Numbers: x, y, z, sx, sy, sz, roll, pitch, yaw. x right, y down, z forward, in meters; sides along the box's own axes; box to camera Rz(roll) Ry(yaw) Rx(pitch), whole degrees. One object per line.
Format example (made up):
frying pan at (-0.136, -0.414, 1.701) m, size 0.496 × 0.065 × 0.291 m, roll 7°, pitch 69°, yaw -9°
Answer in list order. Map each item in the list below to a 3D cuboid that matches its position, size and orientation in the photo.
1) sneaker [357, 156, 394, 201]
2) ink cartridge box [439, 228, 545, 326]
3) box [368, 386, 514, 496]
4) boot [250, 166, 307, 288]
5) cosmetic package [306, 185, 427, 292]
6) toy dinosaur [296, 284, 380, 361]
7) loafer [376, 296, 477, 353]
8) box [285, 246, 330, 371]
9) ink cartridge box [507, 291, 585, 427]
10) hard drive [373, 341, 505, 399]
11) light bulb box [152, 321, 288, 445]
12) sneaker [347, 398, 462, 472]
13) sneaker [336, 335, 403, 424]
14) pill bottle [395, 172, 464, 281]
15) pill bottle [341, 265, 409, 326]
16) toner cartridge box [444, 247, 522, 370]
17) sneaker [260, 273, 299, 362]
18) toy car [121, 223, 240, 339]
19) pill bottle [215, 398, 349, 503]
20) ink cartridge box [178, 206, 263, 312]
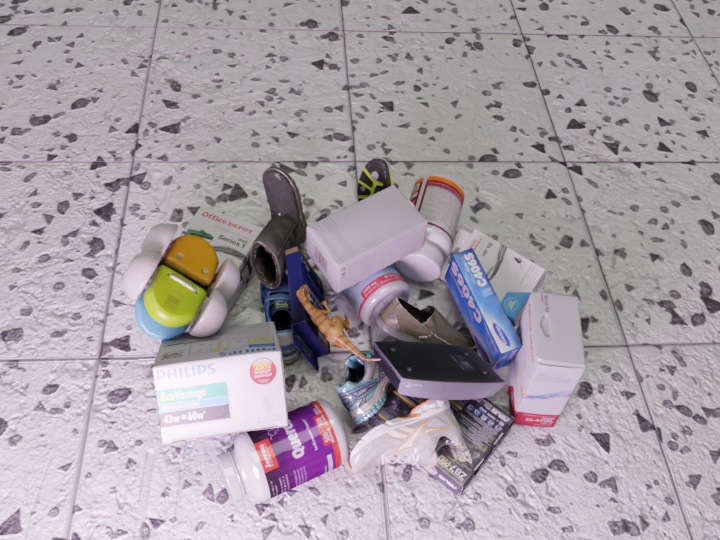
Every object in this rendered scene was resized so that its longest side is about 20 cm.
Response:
sneaker at (0.047, -0.134, 1.486) m, size 0.075 × 0.202 × 0.076 m, roll 10°, pitch 31°, yaw 30°
ink cartridge box at (0.243, 0.003, 1.434) m, size 0.199 × 0.067 × 0.117 m, roll 32°, pitch 86°, yaw 19°
box at (0.138, 0.258, 1.266) m, size 0.199 × 0.049 × 0.161 m, roll 34°, pitch 56°, yaw 21°
boot at (-0.168, -0.086, 1.409) m, size 0.072 × 0.183 × 0.200 m, roll -16°, pitch 19°, yaw 27°
cosmetic package at (0.012, -0.061, 1.346) m, size 0.198 × 0.082 × 0.113 m, roll -25°, pitch 58°, yaw -22°
toy dinosaur at (-0.040, 0.109, 1.259) m, size 0.200 × 0.106 × 0.061 m, roll 41°, pitch 94°, yaw 19°
loafer at (0.129, 0.106, 1.337) m, size 0.198 × 0.070 × 0.075 m, roll 21°, pitch 21°, yaw -12°
box at (-0.095, 0.071, 1.348) m, size 0.032 × 0.121 × 0.202 m, roll -17°, pitch 52°, yaw 12°
ink cartridge box at (0.313, 0.155, 1.265) m, size 0.082 × 0.201 × 0.147 m, roll 6°, pitch 52°, yaw 1°
hard drive at (0.127, 0.167, 1.238) m, size 0.198 × 0.043 × 0.135 m, roll 6°, pitch 21°, yaw -26°
light bulb box at (-0.223, 0.173, 1.191) m, size 0.196 × 0.127 × 0.200 m, roll -6°, pitch 11°, yaw -9°
sneaker at (0.076, 0.280, 1.176) m, size 0.198 × 0.076 × 0.092 m, roll -25°, pitch 63°, yaw -16°
sneaker at (0.022, 0.165, 1.276) m, size 0.087 × 0.077 × 0.200 m, roll 51°, pitch 38°, yaw -15°
pill bottle at (0.137, -0.086, 1.472) m, size 0.108 × 0.110 × 0.202 m, roll 14°, pitch 60°, yaw 7°
pill bottle at (0.000, 0.000, 1.418) m, size 0.108 × 0.109 × 0.201 m, roll -24°, pitch 58°, yaw -22°
toner cartridge box at (0.216, 0.070, 1.326) m, size 0.043 × 0.095 × 0.202 m, roll -18°, pitch 65°, yaw -12°
sneaker at (-0.145, 0.068, 1.370) m, size 0.073 × 0.083 × 0.202 m, roll -9°, pitch 52°, yaw -9°
toy car at (-0.312, 0.034, 1.245) m, size 0.174 × 0.150 × 0.201 m, roll 33°, pitch 34°, yaw -16°
pill bottle at (-0.123, 0.291, 1.177) m, size 0.198 × 0.113 × 0.113 m, roll -21°, pitch 56°, yaw -20°
ink cartridge box at (-0.288, -0.012, 1.418) m, size 0.145 × 0.085 × 0.201 m, roll 19°, pitch 54°, yaw 10°
